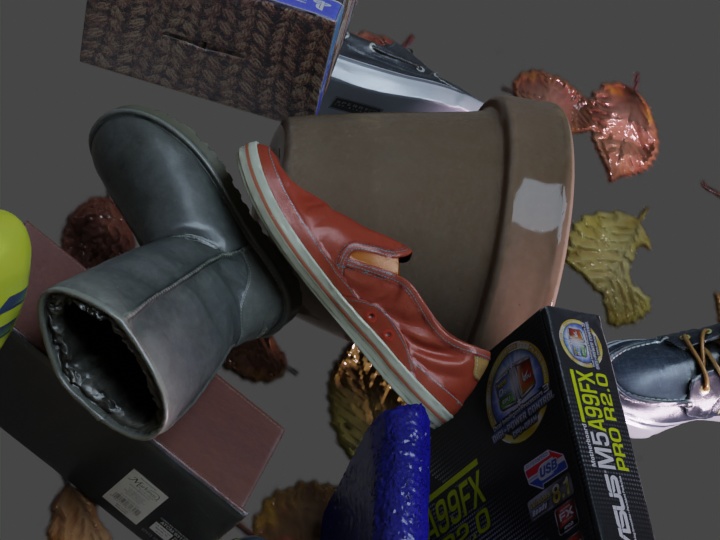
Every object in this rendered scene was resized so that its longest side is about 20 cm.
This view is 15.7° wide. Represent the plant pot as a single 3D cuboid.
[{"bbox_3d":[0.023,-0.026,1.635,0.174,0.201,0.201,12,51,-10],"label":"plant pot"}]

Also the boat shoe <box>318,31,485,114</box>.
[{"bbox_3d":[0.012,-0.127,1.772,0.199,0.070,0.067,15,53,-21],"label":"boat shoe"}]

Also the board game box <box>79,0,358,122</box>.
[{"bbox_3d":[-0.075,-0.210,1.695,0.159,0.097,0.201,17,47,2],"label":"board game box"}]

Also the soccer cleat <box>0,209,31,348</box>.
[{"bbox_3d":[-0.235,0.044,1.369,0.065,0.084,0.200,39,66,-1],"label":"soccer cleat"}]

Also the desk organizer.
[{"bbox_3d":[-0.147,0.071,1.494,0.200,0.072,0.077,40,41,-9],"label":"desk organizer"}]

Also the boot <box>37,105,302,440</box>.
[{"bbox_3d":[-0.129,-0.003,1.471,0.182,0.073,0.200,46,33,8],"label":"boot"}]

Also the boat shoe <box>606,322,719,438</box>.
[{"bbox_3d":[0.241,0.063,1.796,0.199,0.091,0.071,0,61,-39],"label":"boat shoe"}]

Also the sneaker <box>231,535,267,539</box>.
[{"bbox_3d":[-0.049,0.228,1.430,0.074,0.081,0.201,51,26,-42],"label":"sneaker"}]

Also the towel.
[{"bbox_3d":[0.012,0.193,1.477,0.049,0.148,0.201,12,50,-13],"label":"towel"}]

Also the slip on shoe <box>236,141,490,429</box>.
[{"bbox_3d":[0.000,0.000,1.524,0.200,0.061,0.074,49,2,4],"label":"slip on shoe"}]

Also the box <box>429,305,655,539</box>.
[{"bbox_3d":[0.083,0.139,1.534,0.044,0.200,0.161,9,56,-34],"label":"box"}]
